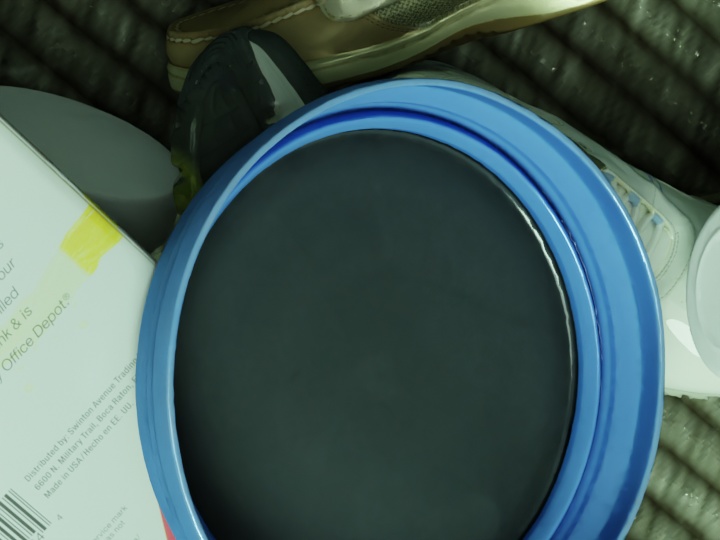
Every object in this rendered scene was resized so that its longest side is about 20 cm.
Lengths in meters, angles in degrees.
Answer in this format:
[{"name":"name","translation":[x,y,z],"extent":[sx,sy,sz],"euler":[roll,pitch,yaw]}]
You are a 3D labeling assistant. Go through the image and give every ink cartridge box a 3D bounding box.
[{"name":"ink cartridge box","translation":[-0.138,0.029,0.961],"extent":[0.145,0.083,0.200],"euler":[-46,119,-3]}]

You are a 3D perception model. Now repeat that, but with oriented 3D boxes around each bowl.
[{"name":"bowl","translation":[0.014,0.036,0.964],"extent":[0.200,0.039,0.202],"euler":[-1,91,-31]}]

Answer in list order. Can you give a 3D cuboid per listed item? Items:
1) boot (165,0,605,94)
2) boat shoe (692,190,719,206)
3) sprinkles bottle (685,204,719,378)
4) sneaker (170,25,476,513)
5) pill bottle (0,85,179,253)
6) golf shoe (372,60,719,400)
[{"name":"boot","translation":[0.004,-0.155,1.038],"extent":[0.199,0.073,0.156],"euler":[-16,109,11]},{"name":"boat shoe","translation":[0.170,0.008,1.123],"extent":[0.199,0.073,0.075],"euler":[-16,114,1]},{"name":"sprinkles bottle","translation":[0.219,0.012,1.045],"extent":[0.199,0.068,0.069],"euler":[4,114,-26]},{"name":"sneaker","translation":[0.000,0.000,1.040],"extent":[0.074,0.084,0.201],"euler":[-16,102,44]},{"name":"pill bottle","translation":[-0.141,0.039,1.083],"extent":[0.115,0.116,0.201],"euler":[15,111,-12]},{"name":"golf shoe","translation":[0.083,-0.013,1.057],"extent":[0.199,0.097,0.079],"euler":[27,87,4]}]
